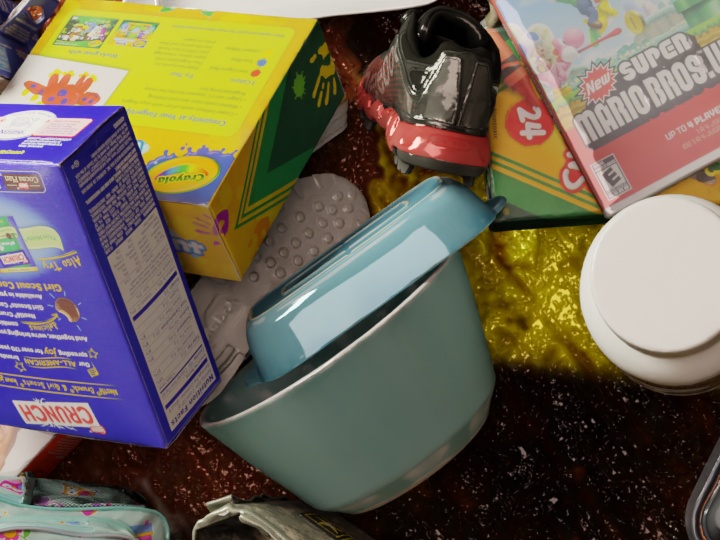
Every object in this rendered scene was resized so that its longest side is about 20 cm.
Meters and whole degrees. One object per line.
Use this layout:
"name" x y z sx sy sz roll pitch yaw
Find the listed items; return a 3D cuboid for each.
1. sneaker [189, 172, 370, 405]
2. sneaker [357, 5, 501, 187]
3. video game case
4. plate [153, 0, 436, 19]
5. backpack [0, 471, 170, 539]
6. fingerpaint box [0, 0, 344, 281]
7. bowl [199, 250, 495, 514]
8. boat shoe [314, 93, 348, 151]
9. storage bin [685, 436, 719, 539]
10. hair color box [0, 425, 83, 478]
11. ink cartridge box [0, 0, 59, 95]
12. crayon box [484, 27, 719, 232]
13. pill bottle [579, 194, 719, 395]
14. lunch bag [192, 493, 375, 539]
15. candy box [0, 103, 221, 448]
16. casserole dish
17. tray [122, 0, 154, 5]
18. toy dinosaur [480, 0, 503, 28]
"sneaker" -0.076 0.012 1.387 0.200 0.080 0.076 -44 90 -15
"sneaker" 0.045 -0.122 1.318 0.070 0.201 0.099 10 104 -12
"video game case" 0.172 -0.153 1.319 0.142 0.017 0.201 -27 83 -3
"plate" -0.048 -0.261 1.412 0.198 0.032 0.202 -8 82 11
"backpack" -0.228 0.218 1.321 0.198 0.153 0.178 10 91 -8
"fingerpaint box" -0.135 -0.088 1.339 0.198 0.074 0.168 8 52 27
"bowl" 0.007 0.078 1.318 0.200 0.201 0.105 -35 99 5
"boat shoe" -0.090 -0.057 1.405 0.199 0.071 0.070 -28 113 -4
"storage bin" 0.295 0.112 1.272 0.145 0.134 0.201 28 90 13
"hair color box" -0.239 0.089 1.414 0.101 0.061 0.200 44 94 11
"ink cartridge box" -0.296 -0.132 1.412 0.198 0.136 0.077 -19 83 8
"crayon box" 0.177 -0.098 1.347 0.198 0.051 0.128 -5 83 -1
"pill bottle" 0.192 0.014 1.269 0.113 0.200 0.116 -1 83 11
"lunch bag" -0.026 0.230 1.303 0.117 0.164 0.201 -25 80 12
"candy box" -0.193 0.002 1.265 0.168 0.077 0.201 4 124 33
"casserole dish" 0.000 0.000 1.293 0.199 0.121 0.039 -36 97 1
"tray" -0.089 -0.219 1.442 0.107 0.022 0.201 28 89 12
"toy dinosaur" 0.114 -0.240 1.379 0.101 0.077 0.202 -2 86 3
